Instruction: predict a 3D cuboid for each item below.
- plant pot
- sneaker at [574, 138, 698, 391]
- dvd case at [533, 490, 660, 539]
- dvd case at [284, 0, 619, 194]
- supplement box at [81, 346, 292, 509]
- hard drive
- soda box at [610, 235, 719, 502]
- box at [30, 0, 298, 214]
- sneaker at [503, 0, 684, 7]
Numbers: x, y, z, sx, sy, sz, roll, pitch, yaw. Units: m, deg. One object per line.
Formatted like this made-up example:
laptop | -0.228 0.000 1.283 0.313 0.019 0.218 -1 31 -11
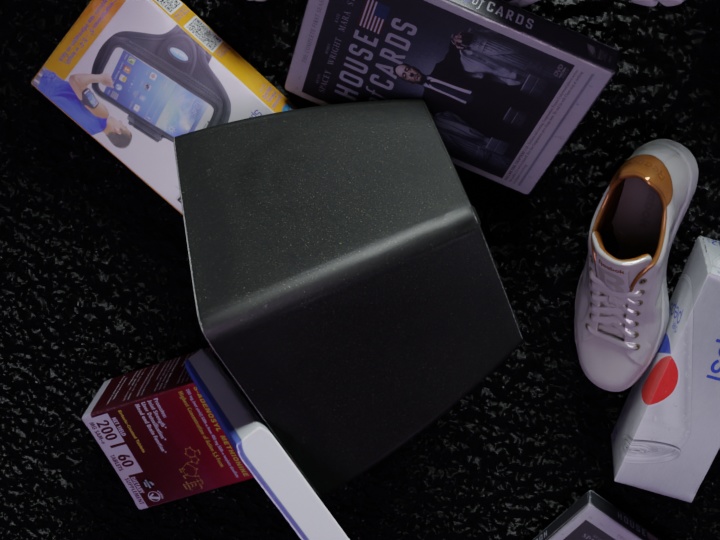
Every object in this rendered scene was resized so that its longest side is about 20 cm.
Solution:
plant pot | 0.000 0.000 0.739 0.177 0.200 0.200 -22 134 5
sneaker | 0.185 0.006 0.776 0.073 0.085 0.201 20 119 30
dvd case | 0.199 0.303 0.967 0.150 0.025 0.200 35 119 -9
dvd case | 0.054 -0.136 0.726 0.199 0.025 0.150 22 150 -3
supplement box | -0.125 0.127 0.918 0.199 0.061 0.109 -19 113 18
hard drive | -0.068 0.137 0.775 0.025 0.200 0.132 -36 109 -9
soda box | 0.258 0.079 0.822 0.068 0.064 0.201 16 119 2
box | -0.133 -0.119 0.800 0.200 0.042 0.119 42 117 -10
sneaker | 0.107 -0.202 0.647 0.199 0.091 0.078 8 98 41
